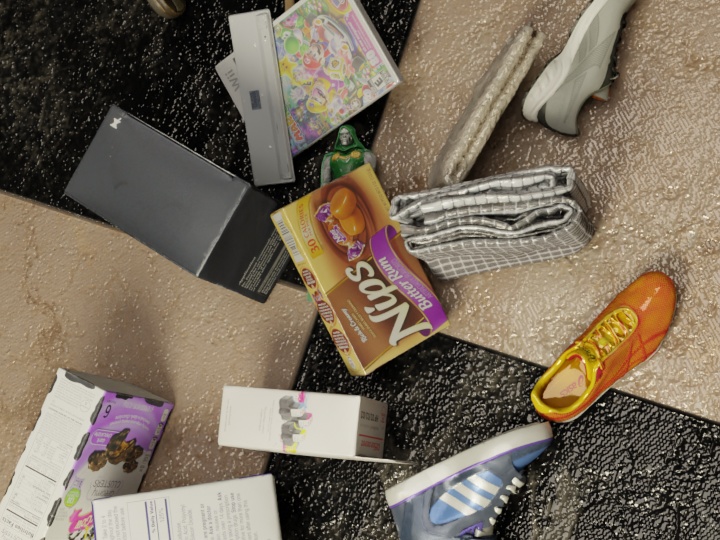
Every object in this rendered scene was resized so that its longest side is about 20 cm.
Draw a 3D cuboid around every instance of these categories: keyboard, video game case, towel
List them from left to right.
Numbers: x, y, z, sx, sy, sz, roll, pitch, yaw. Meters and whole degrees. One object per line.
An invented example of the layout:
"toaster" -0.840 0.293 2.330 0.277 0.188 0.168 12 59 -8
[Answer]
"keyboard" -0.116 -0.201 1.517 0.056 0.011 0.202 -3 100 32
"video game case" -0.062 -0.228 1.499 0.199 0.018 0.144 -31 87 29
"towel" 0.134 -0.176 1.418 0.034 0.133 0.201 30 89 -3
"towel" 0.144 -0.048 1.375 0.198 0.165 0.086 -10 83 15

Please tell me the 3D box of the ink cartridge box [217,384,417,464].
"ink cartridge box" -0.042 0.169 1.417 0.198 0.115 0.069 3 81 17

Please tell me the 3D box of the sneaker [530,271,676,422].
"sneaker" 0.261 0.083 1.361 0.073 0.077 0.200 40 92 21

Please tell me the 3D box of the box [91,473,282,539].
"box" -0.180 0.329 1.405 0.198 0.105 0.186 -7 77 -7

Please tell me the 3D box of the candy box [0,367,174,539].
"candy box" -0.311 0.223 1.462 0.071 0.168 0.202 21 87 21

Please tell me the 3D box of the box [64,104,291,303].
"box" -0.190 -0.071 1.462 0.196 0.200 0.118 30 90 20

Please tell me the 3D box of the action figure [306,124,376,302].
"action figure" -0.013 -0.070 1.487 0.117 0.055 0.202 -6 76 15

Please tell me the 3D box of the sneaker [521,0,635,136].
"sneaker" 0.260 -0.238 1.429 0.079 0.074 0.201 34 97 10

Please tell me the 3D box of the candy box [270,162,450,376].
"candy box" 0.000 0.000 1.411 0.116 0.056 0.201 -28 93 -19

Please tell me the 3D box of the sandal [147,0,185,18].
"sandal" -0.290 -0.386 1.627 0.055 0.082 0.201 -42 77 29

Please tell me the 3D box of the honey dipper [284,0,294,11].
"honey dipper" -0.086 -0.314 1.558 0.038 0.038 0.202 -6 80 16

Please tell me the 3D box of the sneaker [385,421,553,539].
"sneaker" 0.136 0.261 1.372 0.199 0.081 0.147 -26 82 8
